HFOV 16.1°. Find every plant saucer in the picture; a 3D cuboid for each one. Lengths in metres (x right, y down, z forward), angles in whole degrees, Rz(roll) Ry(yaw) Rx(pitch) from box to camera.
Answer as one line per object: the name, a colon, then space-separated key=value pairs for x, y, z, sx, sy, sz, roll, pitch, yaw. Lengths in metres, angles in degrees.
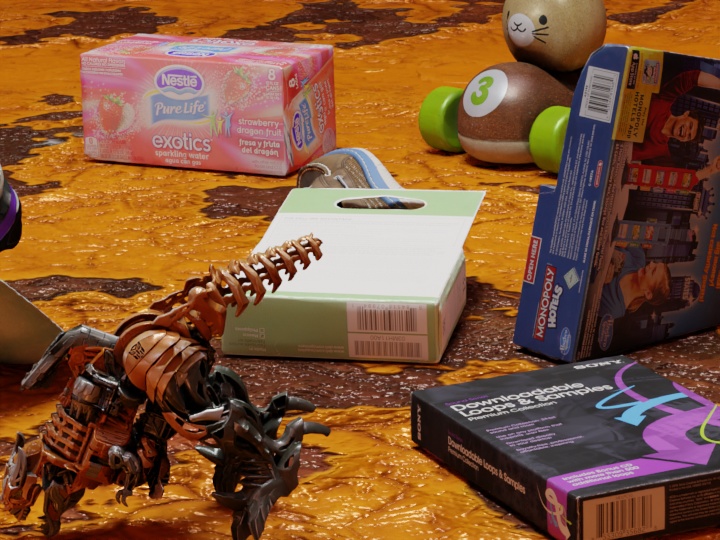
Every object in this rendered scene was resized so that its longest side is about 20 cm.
plant saucer: x=-0.266 y=0.010 z=1.572 sx=0.200 sy=0.039 sz=0.201 roll=32 pitch=-12 yaw=7

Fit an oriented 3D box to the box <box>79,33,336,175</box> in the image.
box: x=-0.130 y=-0.143 z=2.161 sx=0.199 sy=0.095 sz=0.103 roll=6 pitch=18 yaw=26

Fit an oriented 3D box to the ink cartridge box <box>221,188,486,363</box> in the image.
ink cartridge box: x=0.000 y=0.000 z=1.682 sx=0.144 sy=0.048 sz=0.200 roll=1 pitch=20 yaw=12

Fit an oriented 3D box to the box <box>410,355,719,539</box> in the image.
box: x=0.131 y=0.095 z=1.375 sx=0.142 sy=0.036 sz=0.200 roll=-8 pitch=15 yaw=-23

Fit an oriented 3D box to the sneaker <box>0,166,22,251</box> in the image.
sneaker: x=-0.317 y=-0.002 z=1.725 sx=0.199 sy=0.100 sz=0.070 roll=-24 pitch=59 yaw=3

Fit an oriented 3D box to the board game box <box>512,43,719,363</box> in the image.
board game box: x=0.205 y=-0.039 z=1.643 sx=0.199 sy=0.202 sz=0.061 roll=5 pitch=9 yaw=-41

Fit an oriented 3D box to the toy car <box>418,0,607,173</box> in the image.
toy car: x=0.149 y=-0.196 z=2.130 sx=0.157 sy=0.202 sz=0.164 roll=-14 pitch=19 yaw=-40

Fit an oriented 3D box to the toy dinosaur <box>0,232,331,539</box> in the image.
toy dinosaur: x=-0.093 y=0.066 z=1.298 sx=0.200 sy=0.136 sz=0.102 roll=-40 pitch=18 yaw=25

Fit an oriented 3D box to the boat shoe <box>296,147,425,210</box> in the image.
boat shoe: x=-0.012 y=-0.041 z=1.821 sx=0.072 sy=0.073 sz=0.200 roll=-9 pitch=17 yaw=-21
